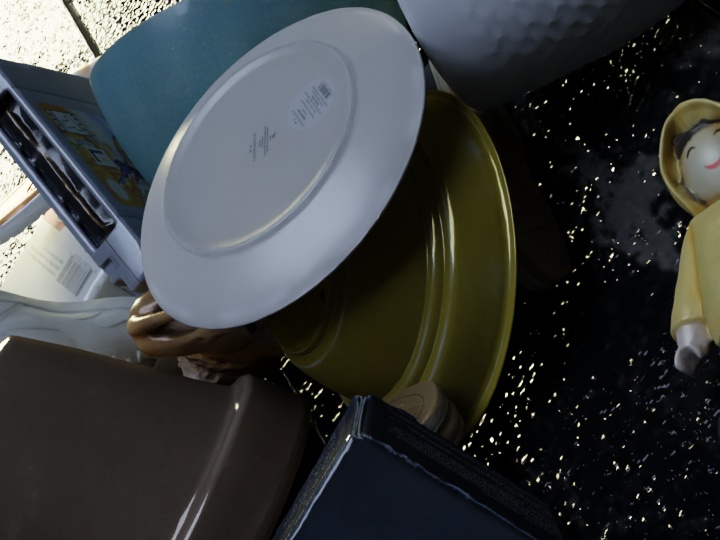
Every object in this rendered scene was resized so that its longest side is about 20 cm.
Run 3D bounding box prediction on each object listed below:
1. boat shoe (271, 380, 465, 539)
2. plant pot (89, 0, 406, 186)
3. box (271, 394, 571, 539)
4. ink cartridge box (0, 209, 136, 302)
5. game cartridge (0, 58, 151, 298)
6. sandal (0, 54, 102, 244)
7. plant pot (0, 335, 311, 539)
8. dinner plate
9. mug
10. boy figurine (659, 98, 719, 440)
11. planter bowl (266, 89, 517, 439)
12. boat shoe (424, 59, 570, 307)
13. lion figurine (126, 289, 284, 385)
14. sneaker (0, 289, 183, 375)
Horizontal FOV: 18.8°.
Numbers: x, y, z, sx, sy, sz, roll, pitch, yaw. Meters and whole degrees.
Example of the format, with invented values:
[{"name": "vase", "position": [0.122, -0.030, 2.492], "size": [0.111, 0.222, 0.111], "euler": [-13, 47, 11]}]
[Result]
[{"name": "boat shoe", "position": [0.000, 0.145, 1.143], "size": [0.200, 0.069, 0.074], "euler": [-52, 15, 22]}, {"name": "plant pot", "position": [-0.051, -0.086, 1.331], "size": [0.200, 0.200, 0.135], "euler": [-29, 75, 39]}, {"name": "box", "position": [-0.002, 0.176, 0.987], "size": [0.200, 0.124, 0.197], "euler": [-59, -2, 2]}, {"name": "ink cartridge box", "position": [-0.195, 0.045, 1.496], "size": [0.200, 0.084, 0.145], "euler": [-59, 29, -1]}, {"name": "game cartridge", "position": [-0.156, -0.057, 1.370], "size": [0.200, 0.133, 0.042], "euler": [49, 114, 23]}, {"name": "sandal", "position": [-0.199, -0.099, 1.494], "size": [0.207, 0.059, 0.079], "euler": [-41, 20, 5]}, {"name": "plant pot", "position": [-0.146, 0.122, 1.214], "size": [0.201, 0.174, 0.200], "euler": [-61, 7, 12]}, {"name": "dinner plate", "position": [-0.049, -0.061, 1.162], "size": [0.200, 0.024, 0.201], "euler": [-25, 46, 28]}, {"name": "mug", "position": [0.119, -0.197, 1.213], "size": [0.175, 0.148, 0.200], "euler": [-25, 11, 19]}, {"name": "boy figurine", "position": [0.189, -0.008, 1.008], "size": [0.124, 0.064, 0.201], "euler": [-41, 38, 32]}, {"name": "planter bowl", "position": [0.000, 0.000, 1.177], "size": [0.200, 0.083, 0.201], "euler": [-7, 82, 63]}, {"name": "boat shoe", "position": [0.060, -0.050, 1.226], "size": [0.065, 0.072, 0.200], "euler": [-40, 41, 20]}, {"name": "lion figurine", "position": [-0.087, 0.031, 1.277], "size": [0.122, 0.200, 0.073], "euler": [-13, 71, 23]}, {"name": "sneaker", "position": [-0.165, 0.071, 1.342], "size": [0.116, 0.199, 0.074], "euler": [54, 129, 48]}]
